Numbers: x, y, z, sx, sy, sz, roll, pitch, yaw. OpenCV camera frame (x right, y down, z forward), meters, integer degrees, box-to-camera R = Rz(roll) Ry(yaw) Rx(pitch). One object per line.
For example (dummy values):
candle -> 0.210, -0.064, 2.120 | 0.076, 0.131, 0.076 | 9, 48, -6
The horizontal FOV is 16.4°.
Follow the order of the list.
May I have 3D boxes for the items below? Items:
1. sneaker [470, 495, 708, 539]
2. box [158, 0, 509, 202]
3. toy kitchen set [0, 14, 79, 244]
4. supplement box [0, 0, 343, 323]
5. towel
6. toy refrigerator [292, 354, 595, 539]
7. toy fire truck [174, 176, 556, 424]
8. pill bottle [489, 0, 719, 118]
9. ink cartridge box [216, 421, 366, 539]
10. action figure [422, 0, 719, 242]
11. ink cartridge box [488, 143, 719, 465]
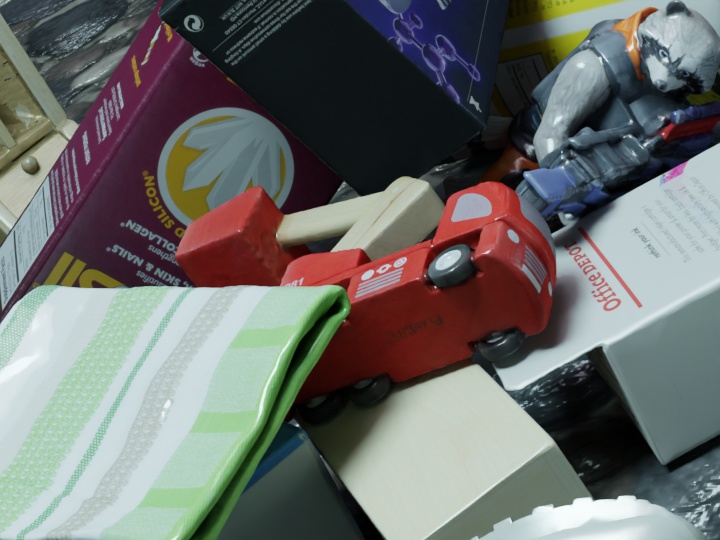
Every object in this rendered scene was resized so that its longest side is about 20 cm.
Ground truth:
sneaker -> 0.043, 0.152, 0.916 | 0.200, 0.076, 0.081 | -29, 30, 20
box -> -0.002, -0.147, 1.184 | 0.079, 0.141, 0.200 | -33, 26, 30
toy kitchen set -> -0.203, -0.039, 1.379 | 0.163, 0.181, 0.200 | -40, 23, -20
supplement box -> -0.091, -0.036, 1.248 | 0.200, 0.110, 0.086 | -55, 21, 15
towel -> -0.109, 0.061, 1.044 | 0.200, 0.031, 0.149 | -3, 49, 46
toy refrigerator -> 0.032, 0.081, 1.053 | 0.076, 0.070, 0.200 | -37, 25, -4
toy fire truck -> 0.000, 0.000, 1.093 | 0.200, 0.049, 0.141 | -22, 29, 27
pill bottle -> 0.117, -0.128, 1.298 | 0.200, 0.113, 0.112 | -11, 31, 32
ink cartridge box -> -0.110, 0.122, 1.098 | 0.144, 0.085, 0.200 | -39, 28, -20
action figure -> 0.085, -0.061, 1.162 | 0.193, 0.105, 0.200 | -35, -12, 26
ink cartridge box -> 0.150, 0.007, 1.065 | 0.200, 0.068, 0.115 | -28, 24, 1
